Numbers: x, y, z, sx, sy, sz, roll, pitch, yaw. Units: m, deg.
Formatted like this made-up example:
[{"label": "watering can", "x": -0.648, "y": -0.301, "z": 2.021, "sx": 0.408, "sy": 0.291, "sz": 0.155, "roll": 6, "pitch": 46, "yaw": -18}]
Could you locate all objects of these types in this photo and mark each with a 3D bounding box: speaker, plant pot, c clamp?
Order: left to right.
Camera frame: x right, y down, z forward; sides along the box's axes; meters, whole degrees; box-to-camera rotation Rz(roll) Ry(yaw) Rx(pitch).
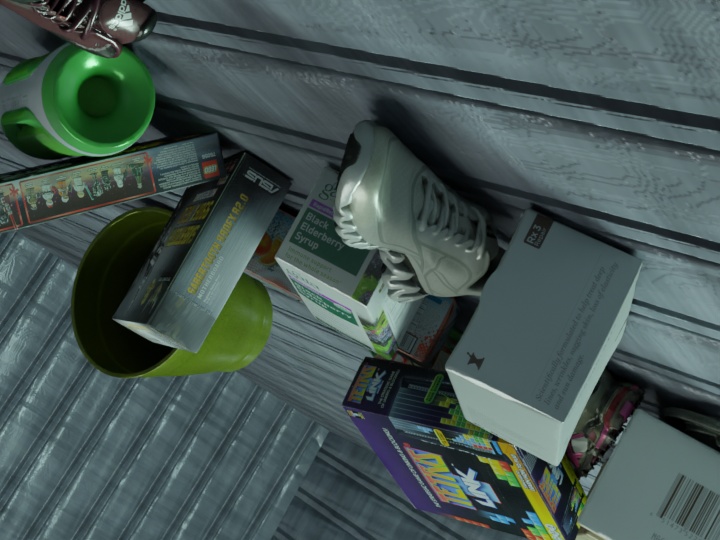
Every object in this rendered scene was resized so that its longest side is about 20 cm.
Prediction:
[{"label": "speaker", "x": -0.219, "y": -0.126, "z": 0.941, "sx": 0.088, "sy": 0.089, "sz": 0.200, "roll": 34, "pitch": 169, "yaw": -25}, {"label": "plant pot", "x": -0.211, "y": 0.044, "z": 1.512, "sx": 0.200, "sy": 0.202, "sz": 0.193, "roll": 22, "pitch": 180, "yaw": 34}, {"label": "c clamp", "x": 0.335, "y": 0.155, "z": 0.970, "sx": 0.199, "sy": 0.027, "sz": 0.171, "roll": 29, "pitch": 176, "yaw": 2}]

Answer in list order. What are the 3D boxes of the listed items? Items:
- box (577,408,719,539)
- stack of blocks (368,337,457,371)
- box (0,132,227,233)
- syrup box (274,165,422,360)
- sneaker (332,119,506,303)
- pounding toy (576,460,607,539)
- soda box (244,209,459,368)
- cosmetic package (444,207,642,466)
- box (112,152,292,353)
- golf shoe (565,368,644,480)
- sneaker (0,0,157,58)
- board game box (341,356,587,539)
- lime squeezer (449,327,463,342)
[{"label": "box", "x": 0.285, "y": 0.210, "z": 1.048, "sx": 0.152, "sy": 0.107, "sz": 0.200, "roll": 28, "pitch": 176, "yaw": 24}, {"label": "stack of blocks", "x": 0.111, "y": 0.122, "z": 1.214, "sx": 0.199, "sy": 0.059, "sz": 0.115, "roll": 34, "pitch": -172, "yaw": -25}, {"label": "box", "x": -0.223, "y": -0.070, "z": 0.994, "sx": 0.137, "sy": 0.199, "sz": 0.040, "roll": 9, "pitch": 113, "yaw": 62}, {"label": "syrup box", "x": 0.000, "y": 0.000, "z": 0.962, "sx": 0.078, "sy": 0.082, "sz": 0.200, "roll": 27, "pitch": 171, "yaw": 12}, {"label": "sneaker", "x": 0.040, "y": -0.032, "z": 0.765, "sx": 0.081, "sy": 0.076, "sz": 0.200, "roll": 10, "pitch": 165, "yaw": 22}, {"label": "pounding toy", "x": 0.335, "y": 0.320, "z": 1.416, "sx": 0.183, "sy": 0.143, "sz": 0.200, "roll": 28, "pitch": 169, "yaw": 8}, {"label": "soda box", "x": -0.013, "y": 0.013, "z": 1.102, "sx": 0.199, "sy": 0.064, "sz": 0.068, "roll": 28, "pitch": 174, "yaw": 12}, {"label": "cosmetic package", "x": 0.118, "y": 0.050, "z": 0.805, "sx": 0.081, "sy": 0.113, "sz": 0.200, "roll": 26, "pitch": 171, "yaw": 13}, {"label": "box", "x": -0.141, "y": -0.013, "z": 1.065, "sx": 0.048, "sy": 0.159, "sz": 0.200, "roll": 32, "pitch": 170, "yaw": -16}, {"label": "golf shoe", "x": 0.186, "y": 0.121, "z": 1.088, "sx": 0.092, "sy": 0.073, "sz": 0.200, "roll": 33, "pitch": 161, "yaw": 14}, {"label": "sneaker", "x": -0.156, "y": -0.162, "z": 0.672, "sx": 0.115, "sy": 0.076, "sz": 0.200, "roll": 28, "pitch": -179, "yaw": -23}, {"label": "board game box", "x": 0.096, "y": 0.162, "z": 1.096, "sx": 0.164, "sy": 0.057, "sz": 0.200, "roll": 7, "pitch": 148, "yaw": 31}, {"label": "lime squeezer", "x": 0.152, "y": 0.093, "z": 1.161, "sx": 0.199, "sy": 0.038, "sz": 0.071, "roll": 28, "pitch": -158, "yaw": 3}]
